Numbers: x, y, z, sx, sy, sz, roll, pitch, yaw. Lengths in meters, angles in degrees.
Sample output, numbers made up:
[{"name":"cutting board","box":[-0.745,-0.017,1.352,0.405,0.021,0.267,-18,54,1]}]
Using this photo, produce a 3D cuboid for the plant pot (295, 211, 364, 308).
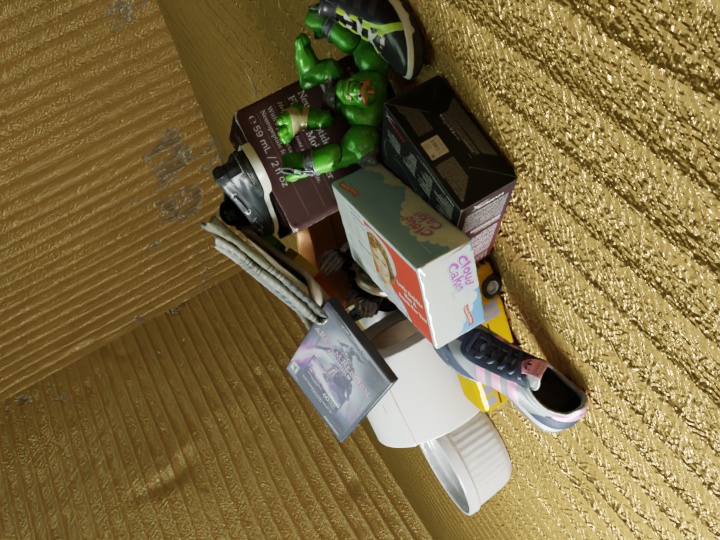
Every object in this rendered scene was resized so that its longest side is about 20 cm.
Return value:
[{"name":"plant pot","box":[-0.026,-0.026,1.219,0.200,0.137,0.204,168,90,-77]}]

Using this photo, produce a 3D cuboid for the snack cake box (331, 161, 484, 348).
[{"name":"snack cake box","box":[0.049,-0.023,0.778,0.200,0.066,0.116,48,160,47]}]

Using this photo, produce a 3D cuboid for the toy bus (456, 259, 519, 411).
[{"name":"toy bus","box":[0.151,0.078,0.911,0.065,0.077,0.203,40,155,60]}]

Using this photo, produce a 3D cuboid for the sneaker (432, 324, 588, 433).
[{"name":"sneaker","box":[0.174,0.107,0.809,0.198,0.071,0.082,32,155,2]}]

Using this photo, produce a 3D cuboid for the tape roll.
[{"name":"tape roll","box":[0.085,0.149,1.060,0.141,0.200,0.202,63,168,-11]}]

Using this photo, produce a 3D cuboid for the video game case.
[{"name":"video game case","box":[-0.033,0.147,1.009,0.143,0.019,0.201,51,141,15]}]

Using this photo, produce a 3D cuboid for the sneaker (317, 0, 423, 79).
[{"name":"sneaker","box":[-0.006,-0.281,0.767,0.202,0.082,0.072,59,169,14]}]

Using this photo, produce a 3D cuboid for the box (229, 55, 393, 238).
[{"name":"box","box":[-0.053,-0.164,0.950,0.168,0.198,0.164,62,169,-5]}]

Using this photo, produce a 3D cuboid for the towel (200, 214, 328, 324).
[{"name":"towel","box":[-0.134,0.001,0.934,0.199,0.035,0.192,42,175,-11]}]

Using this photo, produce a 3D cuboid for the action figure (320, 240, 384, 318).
[{"name":"action figure","box":[0.000,0.000,1.029,0.118,0.102,0.201,40,149,15]}]

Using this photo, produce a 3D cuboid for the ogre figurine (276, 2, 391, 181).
[{"name":"ogre figurine","box":[-0.024,-0.205,0.823,0.098,0.118,0.204,63,-142,-66]}]

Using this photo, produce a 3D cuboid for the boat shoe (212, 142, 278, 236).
[{"name":"boat shoe","box":[-0.146,-0.085,0.876,0.075,0.065,0.200,58,168,9]}]

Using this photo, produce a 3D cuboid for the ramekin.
[{"name":"ramekin","box":[0.182,0.317,1.253,0.202,0.104,0.201,58,168,19]}]

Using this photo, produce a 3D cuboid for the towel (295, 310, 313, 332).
[{"name":"towel","box":[-0.034,0.151,1.157,0.200,0.030,0.147,49,-175,-48]}]

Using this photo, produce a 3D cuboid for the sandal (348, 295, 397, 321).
[{"name":"sandal","box":[0.053,0.047,1.162,0.200,0.075,0.049,-42,72,51]}]

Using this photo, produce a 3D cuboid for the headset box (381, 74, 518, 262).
[{"name":"headset box","box":[0.090,-0.091,0.799,0.150,0.076,0.201,57,168,22]}]

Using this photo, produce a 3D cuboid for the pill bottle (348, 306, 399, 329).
[{"name":"pill bottle","box":[0.035,0.061,1.311,0.200,0.103,0.105,49,163,47]}]

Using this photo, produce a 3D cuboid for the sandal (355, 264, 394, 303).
[{"name":"sandal","box":[0.064,0.017,0.921,0.081,0.199,0.056,25,109,25]}]

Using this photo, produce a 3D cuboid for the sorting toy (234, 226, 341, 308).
[{"name":"sorting toy","box":[-0.100,-0.006,1.050,0.199,0.037,0.185,41,174,26]}]
